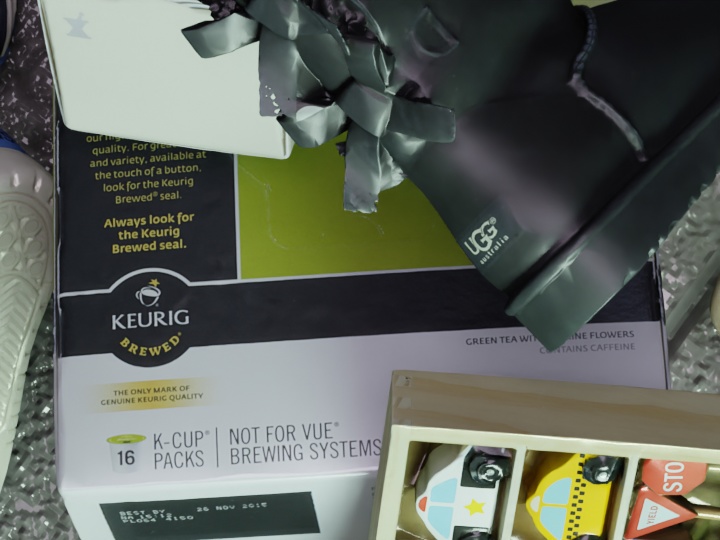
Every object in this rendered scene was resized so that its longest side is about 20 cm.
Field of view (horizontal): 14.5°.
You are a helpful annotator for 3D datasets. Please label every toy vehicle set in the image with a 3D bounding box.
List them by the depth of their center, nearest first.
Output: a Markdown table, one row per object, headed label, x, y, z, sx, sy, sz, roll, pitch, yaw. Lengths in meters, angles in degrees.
| label | x | y | z | sx | sy | sz | roll | pitch | yaw |
| --- | --- | --- | --- | --- | --- | --- | --- | --- | --- |
| toy vehicle set | 0.061 | 0.120 | 0.908 | 0.123 | 0.027 | 0.201 | 4 | 128 | -4 |

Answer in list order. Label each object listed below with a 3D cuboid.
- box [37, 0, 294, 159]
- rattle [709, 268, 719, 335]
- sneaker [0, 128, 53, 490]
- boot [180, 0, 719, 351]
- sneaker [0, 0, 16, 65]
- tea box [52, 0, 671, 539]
| label | x | y | z | sx | sy | sz | roll | pitch | yaw |
| --- | --- | --- | --- | --- | --- | --- | --- | --- | --- |
| box | -0.038 | -0.134 | 0.932 | 0.082 | 0.069 | 0.201 | 9 | 51 | 11 |
| rattle | 0.229 | -0.004 | 0.984 | 0.199 | 0.143 | 0.131 | 13 | 100 | 13 |
| sneaker | -0.178 | 0.026 | 1.037 | 0.111 | 0.076 | 0.201 | 41 | 119 | 41 |
| boot | 0.045 | -0.082 | 0.858 | 0.163 | 0.073 | 0.198 | 46 | 43 | -1 |
| sneaker | -0.190 | -0.159 | 1.047 | 0.077 | 0.085 | 0.201 | -25 | 84 | -1 |
| tea box | 0.000 | 0.000 | 0.976 | 0.198 | 0.134 | 0.198 | -3 | 68 | 2 |
